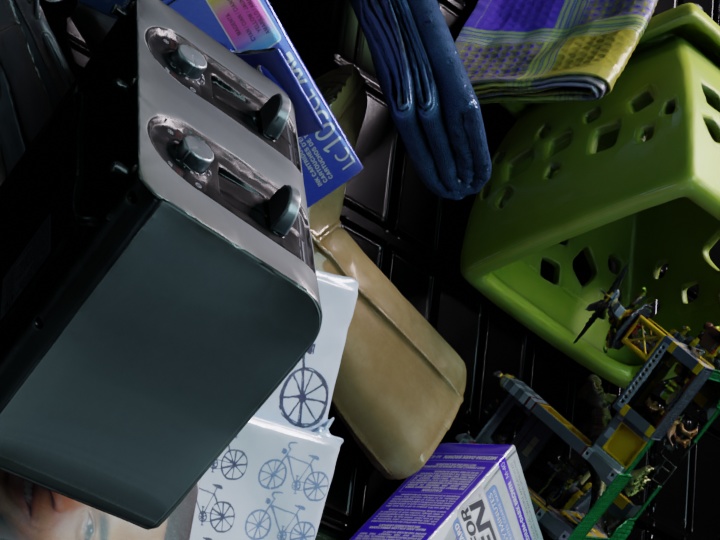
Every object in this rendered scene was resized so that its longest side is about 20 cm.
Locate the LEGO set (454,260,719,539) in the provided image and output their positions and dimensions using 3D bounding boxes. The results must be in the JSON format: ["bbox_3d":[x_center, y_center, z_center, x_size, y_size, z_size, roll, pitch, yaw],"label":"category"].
[{"bbox_3d":[0.154,0.089,1.348,0.116,0.200,0.154,41,18,23],"label":"LEGO set"}]

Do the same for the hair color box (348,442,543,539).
[{"bbox_3d":[0.038,0.201,1.232,0.200,0.065,0.110,-41,120,-44],"label":"hair color box"}]

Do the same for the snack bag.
[{"bbox_3d":[-0.079,0.078,1.142,0.188,0.021,0.201,20,81,-42],"label":"snack bag"}]

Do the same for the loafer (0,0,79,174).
[{"bbox_3d":[-0.169,-0.127,1.100,0.072,0.063,0.201,-14,91,-78],"label":"loafer"}]

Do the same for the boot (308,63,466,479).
[{"bbox_3d":[0.000,0.000,1.266,0.200,0.066,0.176,48,60,-26],"label":"boot"}]

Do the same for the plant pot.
[{"bbox_3d":[0.206,-0.058,1.414,0.199,0.199,0.182,34,49,-36],"label":"plant pot"}]

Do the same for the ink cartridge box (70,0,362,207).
[{"bbox_3d":[-0.079,-0.100,1.096,0.076,0.200,0.137,-34,112,-8],"label":"ink cartridge box"}]

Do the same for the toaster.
[{"bbox_3d":[-0.110,0.002,0.952,0.118,0.200,0.181,29,26,-23],"label":"toaster"}]

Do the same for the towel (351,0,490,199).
[{"bbox_3d":[0.026,-0.146,1.275,0.112,0.048,0.201,69,1,-59],"label":"towel"}]

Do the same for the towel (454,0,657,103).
[{"bbox_3d":[0.132,-0.174,1.402,0.200,0.143,0.023,-58,136,-41],"label":"towel"}]

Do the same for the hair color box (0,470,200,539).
[{"bbox_3d":[-0.180,0.105,1.004,0.199,0.061,0.102,23,61,-29],"label":"hair color box"}]

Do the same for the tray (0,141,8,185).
[{"bbox_3d":[-0.221,-0.062,1.068,0.107,0.022,0.201,-9,85,-50],"label":"tray"}]
